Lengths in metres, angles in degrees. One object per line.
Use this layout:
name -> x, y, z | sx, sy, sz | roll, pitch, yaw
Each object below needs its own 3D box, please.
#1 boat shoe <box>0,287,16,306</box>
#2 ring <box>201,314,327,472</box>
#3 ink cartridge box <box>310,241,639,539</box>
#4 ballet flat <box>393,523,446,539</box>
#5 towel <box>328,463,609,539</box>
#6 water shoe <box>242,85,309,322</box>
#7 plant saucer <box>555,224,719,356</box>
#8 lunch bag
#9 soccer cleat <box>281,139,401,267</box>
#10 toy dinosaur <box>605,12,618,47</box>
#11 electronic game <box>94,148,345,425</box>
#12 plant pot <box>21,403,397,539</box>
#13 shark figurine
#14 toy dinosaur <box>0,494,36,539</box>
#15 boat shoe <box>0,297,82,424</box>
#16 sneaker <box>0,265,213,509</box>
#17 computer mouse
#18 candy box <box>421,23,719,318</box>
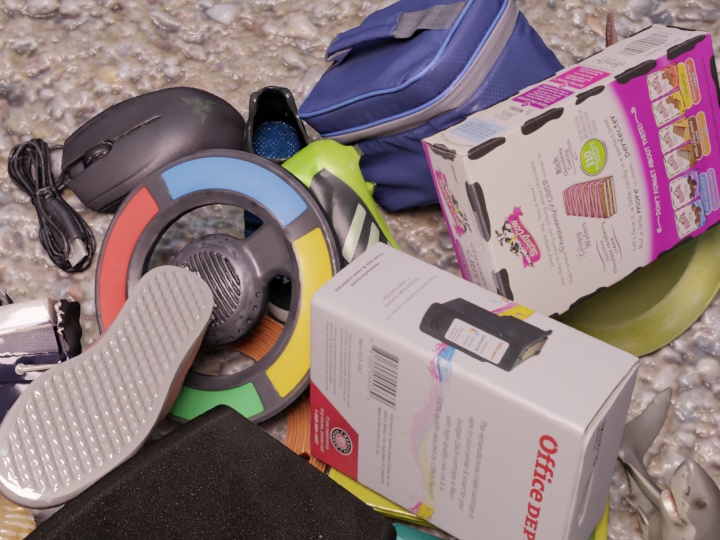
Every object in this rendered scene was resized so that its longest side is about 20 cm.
boat shoe -> -0.341, -0.001, 0.856 | 0.199, 0.068, 0.074 | 37, 67, 18
ring -> -0.118, 0.117, 0.820 | 0.197, 0.019, 0.203 | -1, 62, 1
ink cartridge box -> 0.067, 0.093, 0.725 | 0.198, 0.147, 0.083 | 25, 42, 27
ballet flat -> 0.101, 0.224, 0.743 | 0.197, 0.072, 0.073 | 13, 62, 10
towel -> 0.077, 0.155, 0.787 | 0.197, 0.018, 0.086 | 12, 37, 8
water shoe -> -0.064, -0.053, 0.878 | 0.070, 0.079, 0.202 | -12, 62, -6
plant saucer -> 0.199, -0.034, 0.830 | 0.198, 0.202, 0.031 | -30, 25, -15
lunch bag -> 0.046, -0.142, 0.857 | 0.132, 0.199, 0.137 | 47, 61, -24
soccer cleat -> 0.000, 0.000, 0.831 | 0.080, 0.067, 0.202 | -29, 89, -18
toy dinosaur -> 0.165, -0.100, 0.865 | 0.134, 0.202, 0.086 | 2, 22, -42
electronic game -> -0.104, 0.014, 0.797 | 0.197, 0.042, 0.203 | -1, 88, 19
plant pot -> -0.088, 0.206, 0.670 | 0.199, 0.200, 0.178 | 32, 59, 11
shark figurine -> 0.222, 0.154, 0.735 | 0.088, 0.215, 0.130 | -14, 95, 2
toy dinosaur -> -0.276, 0.187, 0.760 | 0.100, 0.058, 0.202 | 15, 62, 7
boat shoe -> -0.287, 0.083, 0.769 | 0.197, 0.075, 0.094 | -12, 83, -3
sneaker -> -0.165, 0.091, 0.707 | 0.075, 0.105, 0.201 | 33, 43, 0
computer mouse -> -0.187, -0.096, 0.917 | 0.198, 0.053, 0.139 | -26, 63, -13
candy box -> 0.153, -0.063, 0.748 | 0.198, 0.138, 0.061 | -27, 26, -17
